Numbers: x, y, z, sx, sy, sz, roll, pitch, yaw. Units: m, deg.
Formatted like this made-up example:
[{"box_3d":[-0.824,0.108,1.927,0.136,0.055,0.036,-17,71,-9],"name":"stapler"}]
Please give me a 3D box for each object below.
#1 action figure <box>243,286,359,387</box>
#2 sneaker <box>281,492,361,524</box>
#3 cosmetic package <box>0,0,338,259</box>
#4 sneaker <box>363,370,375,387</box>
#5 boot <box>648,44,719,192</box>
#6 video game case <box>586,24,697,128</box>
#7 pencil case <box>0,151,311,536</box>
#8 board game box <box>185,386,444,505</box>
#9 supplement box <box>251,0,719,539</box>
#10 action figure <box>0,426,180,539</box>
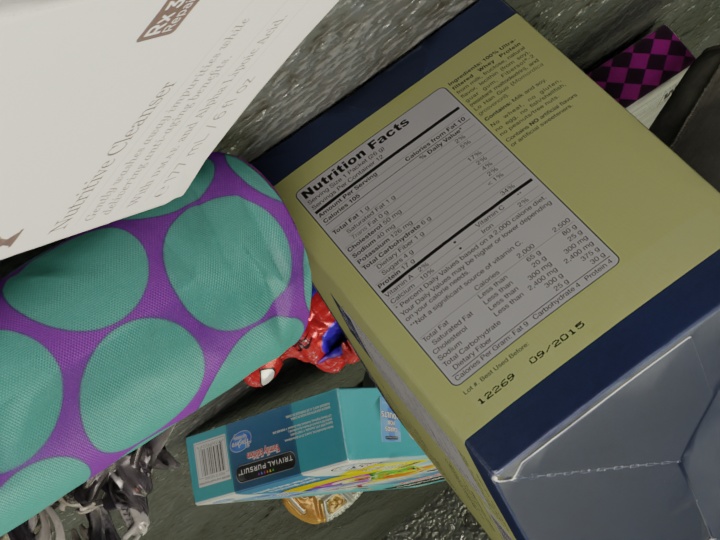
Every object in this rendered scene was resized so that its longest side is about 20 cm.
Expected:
[{"box_3d":[0.000,0.000,0.874,0.200,0.065,0.099,-43,175,23],"name":"action figure"},{"box_3d":[0.016,0.122,1.426,0.200,0.076,0.088,-35,-175,3],"name":"sneaker"},{"box_3d":[-0.101,-0.049,0.344,0.200,0.081,0.113,-26,166,-46],"name":"cosmetic package"},{"box_3d":[0.039,0.052,1.160,0.140,0.078,0.200,-15,161,-49],"name":"sneaker"},{"box_3d":[0.138,-0.033,0.923,0.073,0.182,0.200,35,79,-51],"name":"boot"},{"box_3d":[0.089,-0.046,1.026,0.200,0.036,0.181,-33,168,-16],"name":"video game case"},{"box_3d":[-0.112,0.034,0.628,0.200,0.085,0.092,-32,-154,-28],"name":"pencil case"},{"box_3d":[0.013,0.112,1.131,0.200,0.047,0.151,2,163,-42],"name":"board game box"},{"box_3d":[0.082,0.032,0.738,0.134,0.200,0.200,-35,139,-5],"name":"supplement box"},{"box_3d":[-0.155,0.144,0.896,0.200,0.102,0.119,-40,157,21],"name":"action figure"}]
